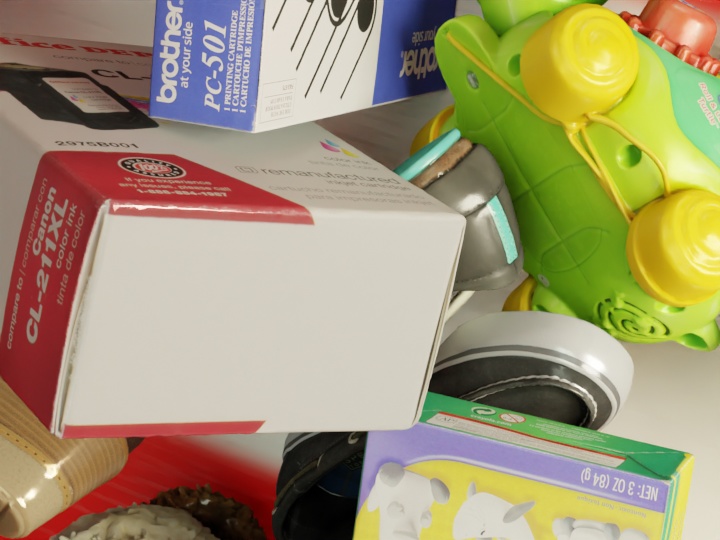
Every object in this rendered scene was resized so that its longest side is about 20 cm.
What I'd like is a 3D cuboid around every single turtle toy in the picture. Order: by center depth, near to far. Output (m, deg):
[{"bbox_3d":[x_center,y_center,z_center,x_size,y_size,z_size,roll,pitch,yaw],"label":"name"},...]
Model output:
[{"bbox_3d":[0.091,-0.061,0.746,0.201,0.101,0.146,61,154,2],"label":"turtle toy"}]

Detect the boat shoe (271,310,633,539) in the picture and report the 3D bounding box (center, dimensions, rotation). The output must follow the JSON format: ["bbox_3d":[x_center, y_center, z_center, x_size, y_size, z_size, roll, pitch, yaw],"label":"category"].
[{"bbox_3d":[0.028,0.075,0.780,0.070,0.067,0.199,39,143,-25],"label":"boat shoe"}]

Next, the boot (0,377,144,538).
[{"bbox_3d":[-0.159,-0.002,0.820,0.200,0.167,0.072,46,137,-7],"label":"boot"}]

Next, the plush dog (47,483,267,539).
[{"bbox_3d":[-0.081,0.167,0.811,0.171,0.199,0.162,33,137,33],"label":"plush dog"}]

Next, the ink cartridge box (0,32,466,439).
[{"bbox_3d":[-0.081,-0.020,0.705,0.200,0.145,0.084,36,118,50],"label":"ink cartridge box"}]

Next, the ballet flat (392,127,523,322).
[{"bbox_3d":[0.000,0.000,0.782,0.069,0.068,0.200,54,154,-10],"label":"ballet flat"}]

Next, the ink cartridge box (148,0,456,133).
[{"bbox_3d":[-0.014,-0.109,0.734,0.044,0.200,0.095,10,102,20],"label":"ink cartridge box"}]

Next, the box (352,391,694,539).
[{"bbox_3d":[0.048,0.155,0.716,0.116,0.048,0.202,11,103,20],"label":"box"}]
